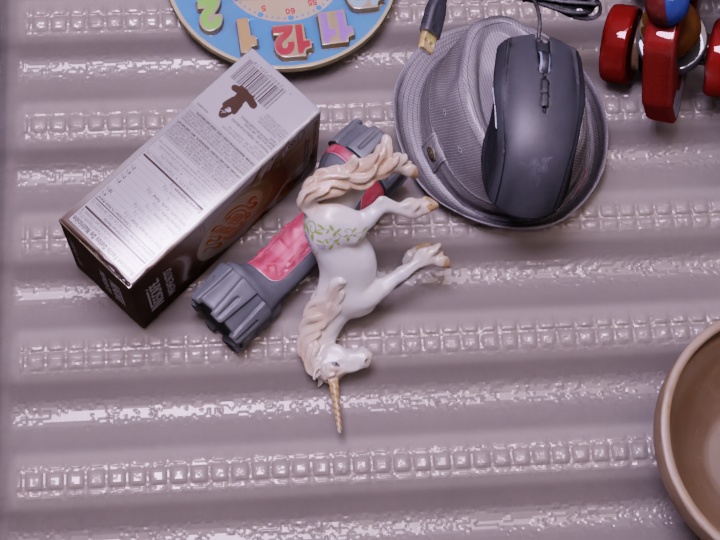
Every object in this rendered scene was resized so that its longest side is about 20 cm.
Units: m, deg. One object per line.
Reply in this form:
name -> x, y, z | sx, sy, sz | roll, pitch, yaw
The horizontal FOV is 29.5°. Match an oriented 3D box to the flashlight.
flashlight -> -0.050, -0.031, 1.077 | 0.068, 0.068, 0.200 | 42, 73, 14

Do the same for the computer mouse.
computer mouse -> 0.110, -0.146, 1.037 | 0.140, 0.046, 0.200 | 13, 80, -7

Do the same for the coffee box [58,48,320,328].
coffee box -> -0.128, -0.062, 1.059 | 0.080, 0.114, 0.200 | 43, 75, 10

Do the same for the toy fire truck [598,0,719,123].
toy fire truck -> 0.253, -0.228, 1.088 | 0.112, 0.168, 0.200 | 12, 84, 20

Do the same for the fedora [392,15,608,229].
fedora -> 0.119, -0.135, 1.109 | 0.177, 0.090, 0.200 | -10, 72, -7

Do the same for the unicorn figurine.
unicorn figurine -> 0.000, 0.000, 1.050 | 0.137, 0.074, 0.200 | -25, 113, -12

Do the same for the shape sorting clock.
shape sorting clock -> -0.067, -0.258, 1.168 | 0.200, 0.039, 0.200 | 1, 71, -3

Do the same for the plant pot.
plant pot -> 0.313, 0.134, 1.028 | 0.201, 0.093, 0.201 | 1, 72, -3
